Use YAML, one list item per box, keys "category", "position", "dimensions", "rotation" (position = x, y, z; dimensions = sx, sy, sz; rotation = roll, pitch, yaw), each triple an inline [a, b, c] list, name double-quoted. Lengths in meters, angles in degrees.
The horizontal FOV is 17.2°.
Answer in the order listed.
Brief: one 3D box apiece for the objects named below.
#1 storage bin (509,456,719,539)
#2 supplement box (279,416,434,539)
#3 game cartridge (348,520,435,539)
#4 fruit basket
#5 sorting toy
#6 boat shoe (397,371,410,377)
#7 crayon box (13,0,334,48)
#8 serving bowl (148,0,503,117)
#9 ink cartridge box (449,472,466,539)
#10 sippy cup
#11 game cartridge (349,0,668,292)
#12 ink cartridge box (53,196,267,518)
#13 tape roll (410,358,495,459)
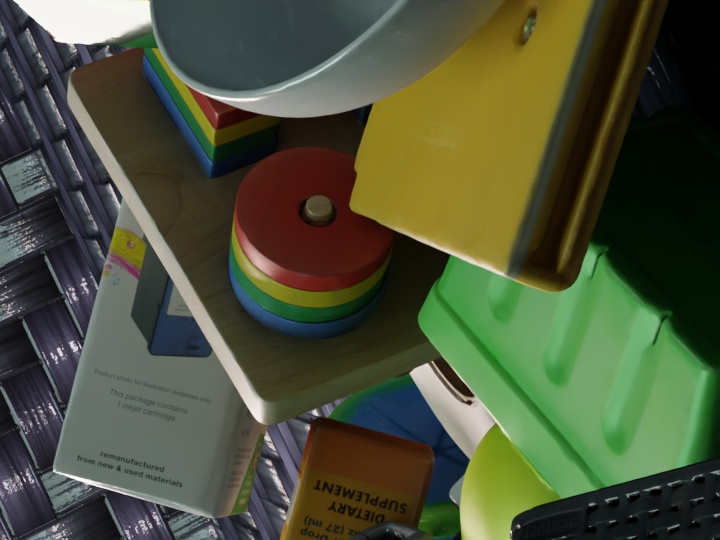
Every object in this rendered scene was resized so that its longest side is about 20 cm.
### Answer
- category: "storage bin"
  position: [0.151, 0.143, 0.775]
  dimensions: [0.200, 0.094, 0.135]
  rotation: [28, 149, -31]
- category: "supplement box"
  position: [-0.019, 0.179, 1.208]
  dimensions: [0.069, 0.067, 0.200]
  rotation: [-119, 45, -87]
- category: "game cartridge"
  position: [0.040, 0.179, 1.073]
  dimensions: [0.133, 0.040, 0.200]
  rotation: [64, 174, 1]
- category: "fruit basket"
  position: [0.112, 0.065, 0.938]
  dimensions: [0.216, 0.155, 0.216]
  rotation: [47, 144, 50]
- category: "sorting toy"
  position: [0.001, -0.059, 1.061]
  dimensions: [0.199, 0.200, 0.070]
  rotation: [57, 156, 27]
- category: "boat shoe"
  position: [0.000, 0.000, 1.188]
  dimensions: [0.200, 0.072, 0.076]
  rotation: [88, -174, -74]
- category: "crayon box"
  position: [-0.043, -0.157, 1.013]
  dimensions: [0.200, 0.127, 0.051]
  rotation: [7, 159, 30]
- category: "serving bowl"
  position: [0.010, -0.141, 0.892]
  dimensions: [0.066, 0.200, 0.200]
  rotation: [29, -168, -37]
- category: "ink cartridge box"
  position: [0.123, 0.143, 1.039]
  dimensions: [0.200, 0.041, 0.200]
  rotation: [-51, 56, 26]
- category: "sippy cup"
  position: [0.048, 0.146, 1.368]
  dimensions: [0.140, 0.178, 0.130]
  rotation: [33, 141, 44]
- category: "game cartridge"
  position: [0.058, -0.091, 0.904]
  dimensions: [0.200, 0.032, 0.176]
  rotation: [-151, 78, -72]
- category: "ink cartridge box"
  position: [-0.080, 0.018, 1.209]
  dimensions: [0.145, 0.087, 0.200]
  rotation: [51, -125, -84]
- category: "tape roll"
  position: [0.063, 0.008, 1.230]
  dimensions: [0.202, 0.071, 0.202]
  rotation: [58, 166, 23]
